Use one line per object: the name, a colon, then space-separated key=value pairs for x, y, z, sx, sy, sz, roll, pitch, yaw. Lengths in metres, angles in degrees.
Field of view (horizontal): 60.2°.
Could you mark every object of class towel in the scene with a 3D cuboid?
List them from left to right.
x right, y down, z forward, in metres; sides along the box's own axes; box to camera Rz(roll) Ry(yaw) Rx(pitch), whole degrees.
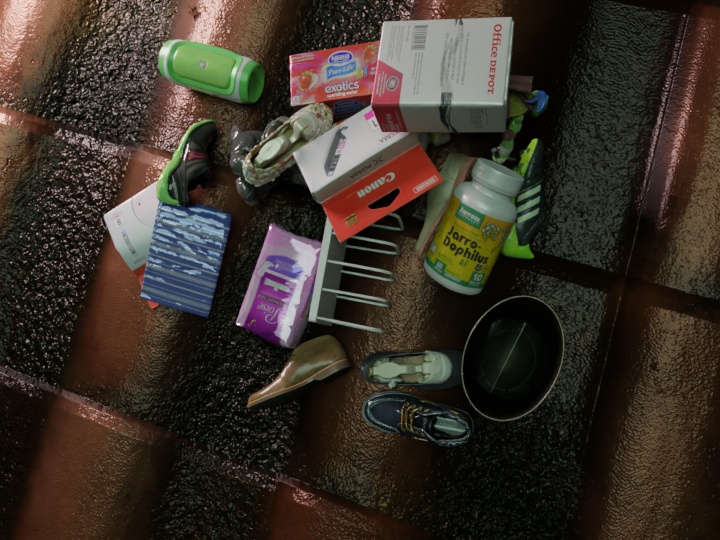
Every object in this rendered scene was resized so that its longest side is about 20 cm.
towel: x=-0.330 y=-0.028 z=1.173 sx=0.141 sy=0.024 sz=0.205 roll=15 pitch=96 yaw=1

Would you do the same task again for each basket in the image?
basket: x=0.232 y=0.139 z=0.971 sx=0.134 sy=0.200 sz=0.183 roll=27 pitch=87 yaw=14

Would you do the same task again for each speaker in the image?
speaker: x=-0.288 y=-0.386 z=1.204 sx=0.196 sy=0.088 sz=0.090 roll=18 pitch=86 yaw=13

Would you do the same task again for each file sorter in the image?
file sorter: x=0.000 y=0.000 z=1.069 sx=0.121 sy=0.139 sz=0.206 roll=9 pitch=84 yaw=9

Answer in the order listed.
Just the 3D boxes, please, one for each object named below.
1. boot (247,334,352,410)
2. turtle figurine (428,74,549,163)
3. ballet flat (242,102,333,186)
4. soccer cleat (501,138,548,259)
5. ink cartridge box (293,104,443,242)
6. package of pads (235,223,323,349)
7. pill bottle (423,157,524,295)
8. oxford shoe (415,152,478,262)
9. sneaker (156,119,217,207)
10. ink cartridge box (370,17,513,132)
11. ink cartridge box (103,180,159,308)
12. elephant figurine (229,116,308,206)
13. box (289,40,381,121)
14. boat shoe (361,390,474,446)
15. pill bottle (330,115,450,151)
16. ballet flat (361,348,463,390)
boot: x=-0.116 y=0.184 z=1.105 sx=0.196 sy=0.074 sz=0.077 roll=-26 pitch=71 yaw=-3
turtle figurine: x=0.200 y=-0.254 z=1.038 sx=0.189 sy=0.200 sz=0.148 roll=-1 pitch=104 yaw=-10
ballet flat: x=-0.118 y=-0.218 z=1.049 sx=0.076 sy=0.064 sz=0.200 roll=43 pitch=77 yaw=3
soccer cleat: x=0.289 y=-0.120 z=1.066 sx=0.079 sy=0.068 sz=0.205 roll=14 pitch=96 yaw=-4
ink cartridge box: x=0.009 y=-0.168 z=1.000 sx=0.197 sy=0.044 sz=0.176 roll=-30 pitch=60 yaw=3
package of pads: x=-0.138 y=0.029 z=1.123 sx=0.118 sy=0.076 sz=0.205 roll=19 pitch=86 yaw=16
pill bottle: x=0.189 y=-0.073 z=1.020 sx=0.111 sy=0.113 sz=0.204 roll=28 pitch=112 yaw=13
oxford shoe: x=0.145 y=-0.112 z=1.102 sx=0.073 sy=0.070 sz=0.203 roll=29 pitch=90 yaw=39
sneaker: x=-0.315 y=-0.199 z=1.177 sx=0.082 sy=0.077 sz=0.204 roll=25 pitch=61 yaw=-12
ink cartridge box: x=0.126 y=-0.291 z=0.931 sx=0.195 sy=0.084 sz=0.149 roll=4 pitch=74 yaw=16
ink cartridge box: x=-0.387 y=-0.057 z=1.198 sx=0.160 sy=0.057 sz=0.203 roll=-29 pitch=73 yaw=6
elephant figurine: x=-0.131 y=-0.205 z=1.135 sx=0.195 sy=0.142 sz=0.158 roll=-16 pitch=112 yaw=5
box: x=-0.026 y=-0.343 z=1.141 sx=0.195 sy=0.095 sz=0.103 roll=-5 pitch=80 yaw=10
boat shoe: x=0.092 y=0.246 z=1.039 sx=0.195 sy=0.091 sz=0.073 roll=6 pitch=83 yaw=12
pill bottle: x=0.054 y=-0.240 z=1.104 sx=0.196 sy=0.110 sz=0.112 roll=-19 pitch=79 yaw=8
ballet flat: x=0.094 y=0.170 z=1.061 sx=0.194 sy=0.073 sz=0.075 roll=-2 pitch=82 yaw=10
